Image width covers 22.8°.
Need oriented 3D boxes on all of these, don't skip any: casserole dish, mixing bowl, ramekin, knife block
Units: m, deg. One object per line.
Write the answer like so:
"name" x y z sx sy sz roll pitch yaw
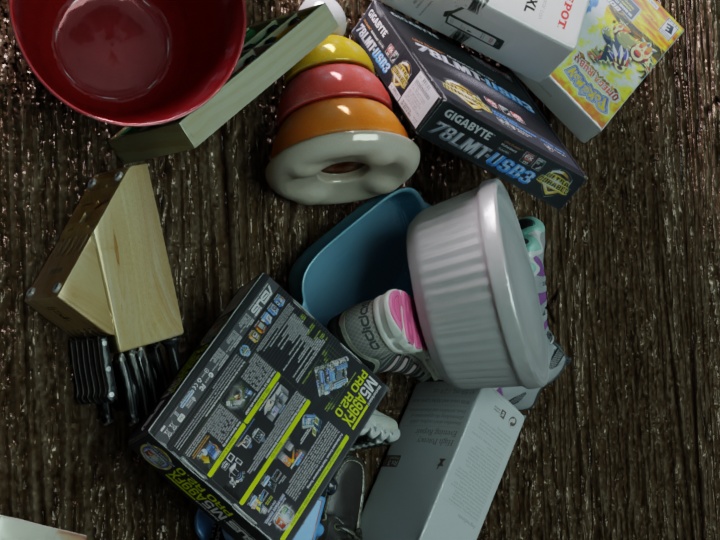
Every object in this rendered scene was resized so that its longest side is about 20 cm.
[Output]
"casserole dish" 0.000 0.000 1.716 0.200 0.039 0.121 -39 127 -32
"mixing bowl" -0.205 -0.209 1.530 0.200 0.108 0.200 3 80 -15
"ramekin" 0.109 0.020 1.685 0.202 0.094 0.203 -13 90 -78
"knife block" -0.194 0.032 1.563 0.176 0.064 0.200 39 64 -29

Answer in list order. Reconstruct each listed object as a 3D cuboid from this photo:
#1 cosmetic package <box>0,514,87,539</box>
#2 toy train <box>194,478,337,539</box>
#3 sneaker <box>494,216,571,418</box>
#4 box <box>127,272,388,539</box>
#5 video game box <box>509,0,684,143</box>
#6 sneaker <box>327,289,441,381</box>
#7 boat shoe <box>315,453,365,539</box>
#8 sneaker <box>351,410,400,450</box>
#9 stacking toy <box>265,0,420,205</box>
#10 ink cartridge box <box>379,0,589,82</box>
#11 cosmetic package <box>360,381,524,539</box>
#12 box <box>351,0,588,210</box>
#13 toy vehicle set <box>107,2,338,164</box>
"cosmetic package" -0.298 0.301 1.434 0.087 0.103 0.200 21 75 -34
"toy train" -0.087 0.237 1.606 0.114 0.087 0.200 22 74 -27
"sneaker" 0.175 0.056 1.844 0.140 0.078 0.200 29 78 -34
"box" -0.085 0.126 1.552 0.160 0.044 0.200 43 54 -13
"video game box" 0.223 -0.266 1.891 0.200 0.047 0.182 44 62 -6
"sneaker" 0.024 0.067 1.684 0.200 0.087 0.074 35 43 -69
"boat shoe" -0.023 0.268 1.668 0.073 0.065 0.200 23 74 -42
"sneaker" -0.040 0.117 1.673 0.200 0.075 0.081 24 62 -35
"stacking toy" -0.028 -0.174 1.687 0.146 0.146 0.200 6 67 -37
"ink cartridge box" 0.131 -0.303 1.787 0.200 0.084 0.146 25 63 -12
"cosmetic package" 0.071 0.210 1.727 0.074 0.102 0.200 40 62 -31
"box" 0.105 -0.164 1.743 0.200 0.199 0.050 25 115 -34
"toy vehicle set" -0.122 -0.168 1.598 0.200 0.124 0.027 -44 112 -32
